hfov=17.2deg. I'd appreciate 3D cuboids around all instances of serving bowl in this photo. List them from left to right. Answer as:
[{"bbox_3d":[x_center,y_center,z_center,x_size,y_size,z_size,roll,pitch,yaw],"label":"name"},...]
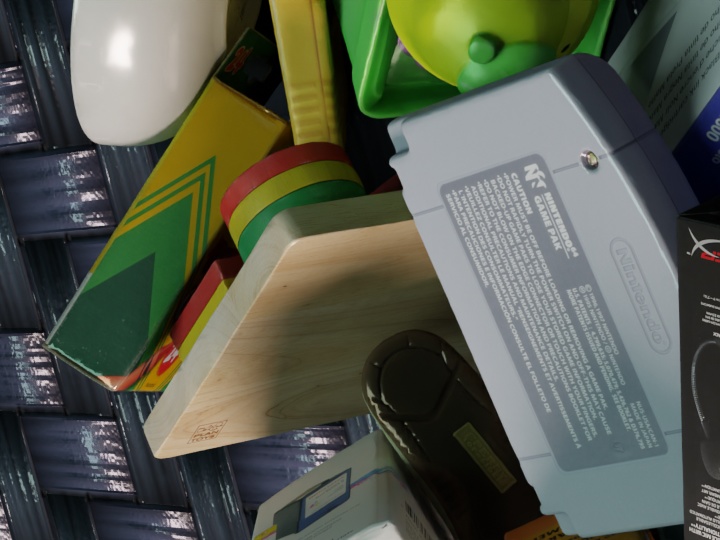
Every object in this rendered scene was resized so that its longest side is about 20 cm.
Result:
[{"bbox_3d":[-0.090,-0.158,1.263,0.066,0.200,0.200,13,122,8],"label":"serving bowl"}]

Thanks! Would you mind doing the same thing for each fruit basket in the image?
[{"bbox_3d":[0.069,-0.150,1.090,0.216,0.155,0.216,29,123,58],"label":"fruit basket"}]

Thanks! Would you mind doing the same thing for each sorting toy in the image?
[{"bbox_3d":[0.000,0.000,1.216,0.070,0.200,0.199,63,143,24],"label":"sorting toy"}]

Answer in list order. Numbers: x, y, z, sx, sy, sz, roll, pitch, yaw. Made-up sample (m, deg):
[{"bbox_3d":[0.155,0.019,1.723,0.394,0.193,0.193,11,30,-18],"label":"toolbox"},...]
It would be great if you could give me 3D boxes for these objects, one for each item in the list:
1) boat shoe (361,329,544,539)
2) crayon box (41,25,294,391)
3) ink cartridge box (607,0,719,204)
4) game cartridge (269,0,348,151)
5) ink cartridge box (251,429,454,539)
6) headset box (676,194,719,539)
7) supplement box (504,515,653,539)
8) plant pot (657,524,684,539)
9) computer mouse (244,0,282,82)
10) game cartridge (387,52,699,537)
[{"bbox_3d":[0.071,0.116,1.183,0.200,0.072,0.076,59,174,4],"label":"boat shoe"},{"bbox_3d":[-0.083,-0.029,1.293,0.051,0.127,0.200,33,93,10],"label":"crayon box"},{"bbox_3d":[0.143,-0.060,1.036,0.200,0.041,0.200,120,165,-45],"label":"ink cartridge box"},{"bbox_3d":[-0.031,-0.168,1.225,0.176,0.032,0.200,-89,-11,-73],"label":"game cartridge"},{"bbox_3d":[0.017,0.174,1.156,0.145,0.088,0.200,58,-174,-7],"label":"ink cartridge box"},{"bbox_3d":[0.198,0.076,0.879,0.149,0.077,0.200,15,119,43],"label":"headset box"},{"bbox_3d":[0.107,0.158,1.011,0.200,0.067,0.069,-97,-18,-75],"label":"supplement box"},{"bbox_3d":[0.242,0.094,1.010,0.200,0.134,0.200,25,124,43],"label":"plant pot"},{"bbox_3d":[-0.109,-0.174,1.398,0.200,0.034,0.059,44,137,30],"label":"computer mouse"},{"bbox_3d":[0.096,0.013,0.995,0.133,0.040,0.200,-14,101,53],"label":"game cartridge"}]
